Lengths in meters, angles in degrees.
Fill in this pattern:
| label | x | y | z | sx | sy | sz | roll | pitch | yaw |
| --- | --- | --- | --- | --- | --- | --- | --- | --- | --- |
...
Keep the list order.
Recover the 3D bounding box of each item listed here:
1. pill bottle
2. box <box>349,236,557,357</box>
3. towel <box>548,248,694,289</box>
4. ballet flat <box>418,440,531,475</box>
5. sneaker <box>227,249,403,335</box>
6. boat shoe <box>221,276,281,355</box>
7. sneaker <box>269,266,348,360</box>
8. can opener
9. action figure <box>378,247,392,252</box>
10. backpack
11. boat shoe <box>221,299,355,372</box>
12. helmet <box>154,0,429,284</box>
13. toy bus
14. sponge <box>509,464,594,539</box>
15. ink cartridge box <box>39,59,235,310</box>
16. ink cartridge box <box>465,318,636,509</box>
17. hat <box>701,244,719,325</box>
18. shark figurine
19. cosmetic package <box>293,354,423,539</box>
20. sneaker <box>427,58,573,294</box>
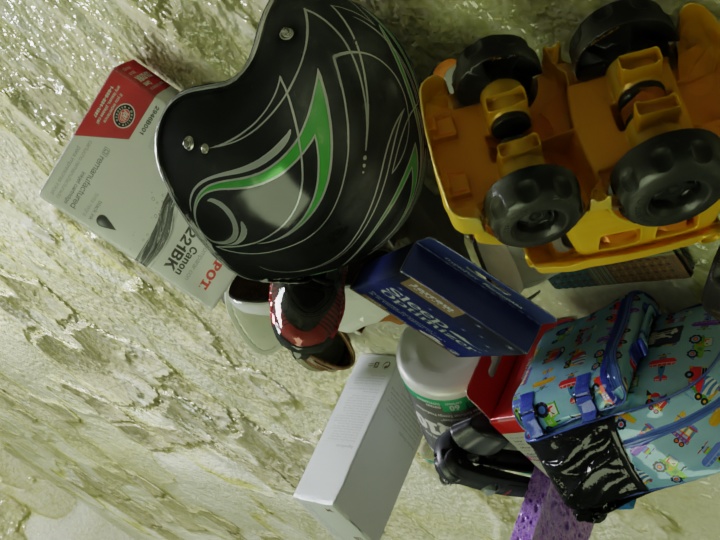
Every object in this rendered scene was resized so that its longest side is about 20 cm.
| label | x | y | z | sx | sy | sz | roll | pitch | yaw |
| --- | --- | --- | --- | --- | --- | --- | --- | --- | --- |
| pill bottle | 0.112 | 0.138 | 1.094 | 0.111 | 0.114 | 0.201 | 12 | 146 | 27 |
| box | 0.068 | 0.027 | 0.824 | 0.120 | 0.033 | 0.200 | 33 | 167 | -9 |
| towel | 0.173 | -0.057 | 0.838 | 0.145 | 0.022 | 0.200 | -5 | 137 | 45 |
| ballet flat | 0.154 | 0.203 | 1.228 | 0.197 | 0.067 | 0.063 | -1 | 111 | 37 |
| sneaker | -0.041 | 0.034 | 0.995 | 0.197 | 0.073 | 0.085 | -1 | 135 | 33 |
| boat shoe | -0.129 | -0.010 | 1.074 | 0.060 | 0.071 | 0.205 | 11 | 122 | 66 |
| sneaker | -0.038 | -0.025 | 0.891 | 0.069 | 0.203 | 0.098 | 11 | 149 | 0 |
| can opener | 0.144 | 0.204 | 1.040 | 0.078 | 0.064 | 0.199 | -23 | 144 | 33 |
| action figure | 0.000 | 0.000 | 1.041 | 0.197 | 0.055 | 0.119 | 9 | 143 | 39 |
| backpack | 0.251 | 0.099 | 0.856 | 0.198 | 0.183 | 0.136 | -27 | 104 | 40 |
| boat shoe | -0.076 | 0.052 | 1.161 | 0.199 | 0.076 | 0.073 | 39 | 163 | -34 |
| helmet | -0.039 | -0.103 | 0.772 | 0.189 | 0.202 | 0.200 | -28 | 123 | 21 |
| toy bus | 0.150 | -0.062 | 0.688 | 0.196 | 0.138 | 0.193 | -13 | 150 | 4 |
| sponge | 0.215 | 0.237 | 1.063 | 0.029 | 0.202 | 0.112 | -3 | 138 | 39 |
| ink cartridge box | -0.180 | -0.081 | 0.972 | 0.198 | 0.145 | 0.084 | 34 | -167 | -10 |
| ink cartridge box | 0.204 | 0.133 | 1.001 | 0.200 | 0.117 | 0.067 | 43 | 147 | -23 |
| hat | 0.279 | -0.011 | 0.670 | 0.081 | 0.201 | 0.202 | 37 | 153 | 16 |
| shark figurine | 0.087 | -0.025 | 0.885 | 0.089 | 0.129 | 0.215 | -37 | 107 | 13 |
| cosmetic package | 0.008 | 0.212 | 1.208 | 0.073 | 0.202 | 0.102 | -2 | 139 | 42 |
| sneaker | 0.114 | -0.077 | 0.780 | 0.091 | 0.076 | 0.202 | -21 | 118 | 5 |
